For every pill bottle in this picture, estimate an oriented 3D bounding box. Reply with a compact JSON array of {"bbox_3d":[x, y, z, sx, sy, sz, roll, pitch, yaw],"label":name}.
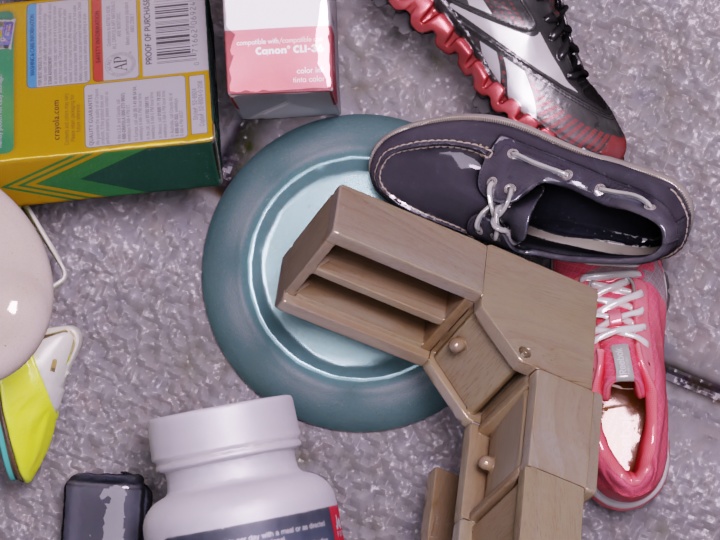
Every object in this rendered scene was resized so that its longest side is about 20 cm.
[{"bbox_3d":[-0.066,0.180,1.503,0.120,0.120,0.200,-11,86,0],"label":"pill bottle"}]

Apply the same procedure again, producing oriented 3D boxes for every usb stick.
[{"bbox_3d":[-0.161,0.223,1.545,0.055,0.033,0.200,4,86,0],"label":"usb stick"}]

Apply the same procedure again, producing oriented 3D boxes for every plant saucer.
[{"bbox_3d":[0.000,0.000,1.557,0.200,0.036,0.200,0,86,1],"label":"plant saucer"}]

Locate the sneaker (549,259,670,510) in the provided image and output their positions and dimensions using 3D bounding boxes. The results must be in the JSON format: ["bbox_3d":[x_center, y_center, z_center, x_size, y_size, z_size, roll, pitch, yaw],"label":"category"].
[{"bbox_3d":[0.160,0.045,1.526,0.074,0.087,0.200,-7,85,0],"label":"sneaker"}]

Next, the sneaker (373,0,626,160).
[{"bbox_3d":[0.100,-0.144,1.539,0.200,0.071,0.098,46,108,4],"label":"sneaker"}]

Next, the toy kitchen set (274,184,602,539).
[{"bbox_3d":[0.021,0.100,1.465,0.180,0.163,0.200,22,48,-17],"label":"toy kitchen set"}]

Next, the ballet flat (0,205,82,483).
[{"bbox_3d":[-0.208,0.028,1.544,0.067,0.067,0.200,-15,84,-2],"label":"ballet flat"}]

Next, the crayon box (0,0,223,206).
[{"bbox_3d":[-0.188,-0.105,1.533,0.200,0.052,0.126,-5,55,0],"label":"crayon box"}]

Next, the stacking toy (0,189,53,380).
[{"bbox_3d":[-0.284,0.036,1.499,0.146,0.200,0.146,16,56,-26],"label":"stacking toy"}]

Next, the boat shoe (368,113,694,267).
[{"bbox_3d":[0.098,-0.045,1.494,0.200,0.063,0.073,12,110,10],"label":"boat shoe"}]

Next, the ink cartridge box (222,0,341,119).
[{"bbox_3d":[-0.049,-0.199,1.531,0.067,0.116,0.200,-3,87,2],"label":"ink cartridge box"}]
